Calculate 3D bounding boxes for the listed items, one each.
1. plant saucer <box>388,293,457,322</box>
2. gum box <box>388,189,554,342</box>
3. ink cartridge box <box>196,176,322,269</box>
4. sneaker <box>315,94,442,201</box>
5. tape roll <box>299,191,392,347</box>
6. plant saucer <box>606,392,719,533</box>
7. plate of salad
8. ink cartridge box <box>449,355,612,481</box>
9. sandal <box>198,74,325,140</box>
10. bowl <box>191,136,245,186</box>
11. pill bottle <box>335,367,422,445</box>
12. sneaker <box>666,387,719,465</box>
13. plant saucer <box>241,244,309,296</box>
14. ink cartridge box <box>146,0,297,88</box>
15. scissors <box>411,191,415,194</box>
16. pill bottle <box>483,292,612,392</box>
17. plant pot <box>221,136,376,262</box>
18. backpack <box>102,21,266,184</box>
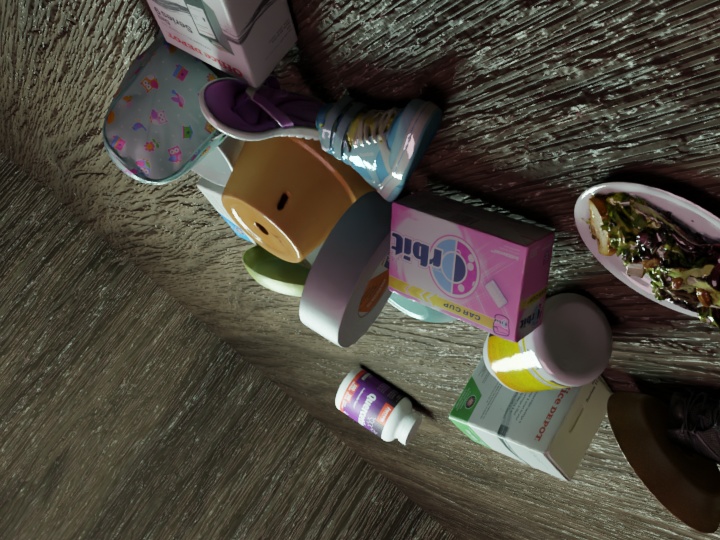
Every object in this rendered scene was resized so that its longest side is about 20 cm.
[{"bbox_3d":[0.072,0.029,1.348,0.199,0.039,0.202,34,163,11],"label":"plant saucer"},{"bbox_3d":[0.119,-0.011,1.005,0.197,0.065,0.116,22,120,35],"label":"gum box"},{"bbox_3d":[-0.143,-0.098,1.371,0.197,0.085,0.147,23,159,35],"label":"ink cartridge box"},{"bbox_3d":[0.011,-0.153,0.941,0.129,0.080,0.200,35,162,1],"label":"sneaker"},{"bbox_3d":[0.000,0.000,1.144,0.065,0.202,0.201,29,162,16],"label":"tape roll"},{"bbox_3d":[0.391,0.228,1.076,0.198,0.202,0.035,33,120,-21],"label":"plant saucer"},{"bbox_3d":[0.287,-0.008,0.818,0.198,0.048,0.201,34,162,12],"label":"plate of salad"},{"bbox_3d":[0.248,0.199,1.255,0.083,0.148,0.198,44,162,-32],"label":"ink cartridge box"},{"bbox_3d":[-0.099,-0.192,0.971,0.050,0.200,0.083,-44,69,34],"label":"sandal"},{"bbox_3d":[-0.230,-0.221,1.220,0.199,0.091,0.202,33,163,11],"label":"bowl"},{"bbox_3d":[0.045,0.325,2.032,0.197,0.113,0.113,30,162,20],"label":"pill bottle"},{"bbox_3d":[0.410,0.174,0.992,0.112,0.077,0.200,21,163,24],"label":"sneaker"},{"bbox_3d":[-0.097,0.001,1.400,0.197,0.198,0.032,24,115,36],"label":"plant saucer"},{"bbox_3d":[-0.158,-0.302,0.880,0.144,0.085,0.201,30,162,21],"label":"ink cartridge box"},{"bbox_3d":[0.107,-0.036,1.155,0.200,0.014,0.073,45,163,-28],"label":"scissors"},{"bbox_3d":[0.228,0.097,1.098,0.108,0.110,0.200,38,162,-5],"label":"pill bottle"},{"bbox_3d":[-0.096,-0.109,1.158,0.198,0.141,0.201,34,162,12],"label":"plant pot"},{"bbox_3d":[-0.229,-0.204,1.049,0.167,0.200,0.127,43,-173,-11],"label":"backpack"}]
